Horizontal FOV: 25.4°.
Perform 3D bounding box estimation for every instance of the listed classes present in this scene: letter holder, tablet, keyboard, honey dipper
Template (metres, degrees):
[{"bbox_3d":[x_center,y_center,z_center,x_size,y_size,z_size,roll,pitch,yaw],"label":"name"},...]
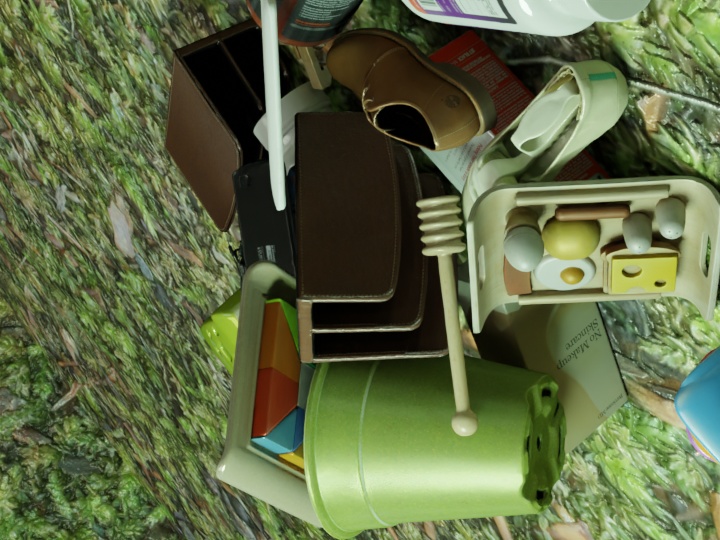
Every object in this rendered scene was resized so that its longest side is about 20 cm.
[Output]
[{"bbox_3d":[-0.131,-0.149,1.725,0.142,0.101,0.200,57,159,17],"label":"letter holder"},{"bbox_3d":[-0.075,-0.165,1.345,0.130,0.014,0.200,-98,5,-53],"label":"tablet"},{"bbox_3d":[0.015,-0.031,1.392,0.101,0.142,0.200,91,178,-55],"label":"letter holder"},{"bbox_3d":[-0.082,-0.008,1.534,0.104,0.040,0.200,-4,94,47],"label":"keyboard"},{"bbox_3d":[0.078,0.038,1.331,0.038,0.038,0.200,-12,85,65],"label":"honey dipper"}]

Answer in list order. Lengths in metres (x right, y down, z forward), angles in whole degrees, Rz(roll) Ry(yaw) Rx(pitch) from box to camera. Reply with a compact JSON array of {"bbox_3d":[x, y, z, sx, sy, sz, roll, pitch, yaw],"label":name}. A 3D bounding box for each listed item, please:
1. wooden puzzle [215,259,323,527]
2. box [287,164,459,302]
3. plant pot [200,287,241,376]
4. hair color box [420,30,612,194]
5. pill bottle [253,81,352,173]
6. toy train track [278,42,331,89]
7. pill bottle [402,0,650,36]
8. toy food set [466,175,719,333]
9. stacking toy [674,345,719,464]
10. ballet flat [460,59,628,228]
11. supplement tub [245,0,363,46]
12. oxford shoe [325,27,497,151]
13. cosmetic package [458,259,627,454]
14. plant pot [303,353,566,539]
[{"bbox_3d":[-0.053,0.113,1.436,0.037,0.200,0.185,-5,154,32],"label":"wooden puzzle"},{"bbox_3d":[0.000,0.000,1.533,0.200,0.038,0.137,38,136,17],"label":"box"},{"bbox_3d":[-0.043,0.067,1.713,0.200,0.199,0.181,50,172,4],"label":"plant pot"},{"bbox_3d":[0.129,-0.098,1.384,0.200,0.064,0.111,50,156,13],"label":"hair color box"},{"bbox_3d":[-0.015,-0.088,1.604,0.200,0.112,0.112,50,157,5],"label":"pill bottle"},{"bbox_3d":[-0.064,-0.274,1.547,0.115,0.033,0.200,20,135,63],"label":"toy train track"},{"bbox_3d":[0.119,-0.229,1.158,0.200,0.111,0.111,19,139,52],"label":"pill bottle"},{"bbox_3d":[0.188,-0.003,1.285,0.144,0.200,0.060,81,-171,-49],"label":"toy food set"},{"bbox_3d":[0.312,0.125,1.328,0.110,0.116,0.200,49,170,12],"label":"stacking toy"},{"bbox_3d":[0.130,-0.095,1.276,0.069,0.069,0.200,49,125,11],"label":"ballet flat"},{"bbox_3d":[-0.031,-0.278,1.377,0.107,0.107,0.200,52,157,3],"label":"supplement tub"},{"bbox_3d":[0.024,-0.152,1.346,0.200,0.071,0.071,31,148,47],"label":"oxford shoe"},{"bbox_3d":[0.168,0.064,1.482,0.071,0.105,0.200,19,141,51],"label":"cosmetic package"},{"bbox_3d":[0.077,0.147,1.423,0.190,0.200,0.200,1,131,24],"label":"plant pot"}]
